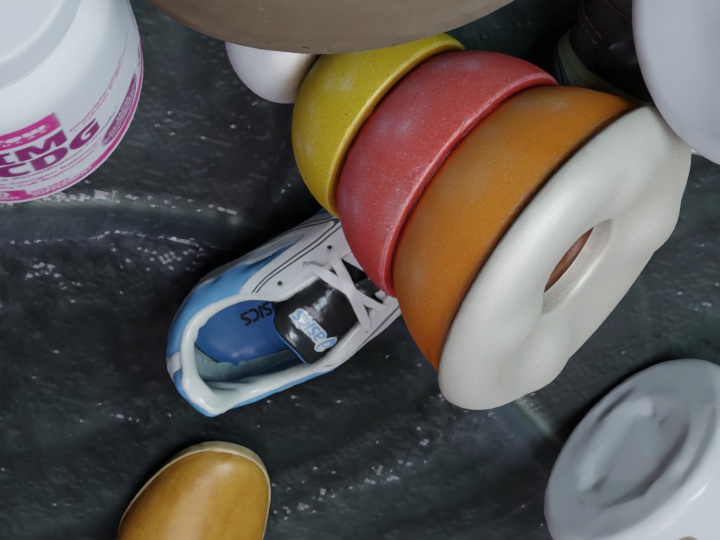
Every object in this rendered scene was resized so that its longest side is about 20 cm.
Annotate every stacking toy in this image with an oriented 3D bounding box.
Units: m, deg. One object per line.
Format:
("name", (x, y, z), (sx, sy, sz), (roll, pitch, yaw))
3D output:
("stacking toy", (0.021, -0.054, 1.195), (0.200, 0.146, 0.146), (39, 124, 18))

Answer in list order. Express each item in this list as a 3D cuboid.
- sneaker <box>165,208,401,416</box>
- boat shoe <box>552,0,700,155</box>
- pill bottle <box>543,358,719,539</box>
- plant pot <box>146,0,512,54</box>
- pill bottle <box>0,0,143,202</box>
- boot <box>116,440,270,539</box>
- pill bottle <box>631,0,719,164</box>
("sneaker", (0.000, 0.000, 1.280), (0.200, 0.073, 0.072), (-35, 118, 19))
("boat shoe", (0.182, -0.078, 1.229), (0.199, 0.075, 0.074), (13, 124, -12))
("pill bottle", (0.185, 0.141, 1.361), (0.111, 0.111, 0.200), (-35, 119, 21))
("plant pot", (-0.012, -0.202, 0.994), (0.199, 0.201, 0.175), (-8, 141, 4))
("pill bottle", (-0.145, -0.097, 1.118), (0.113, 0.200, 0.114), (0, 81, 0))
("boot", (-0.093, 0.192, 1.368), (0.070, 0.144, 0.202), (19, 123, -15))
("pill bottle", (0.210, -0.107, 1.148), (0.199, 0.109, 0.110), (-14, 133, -34))
